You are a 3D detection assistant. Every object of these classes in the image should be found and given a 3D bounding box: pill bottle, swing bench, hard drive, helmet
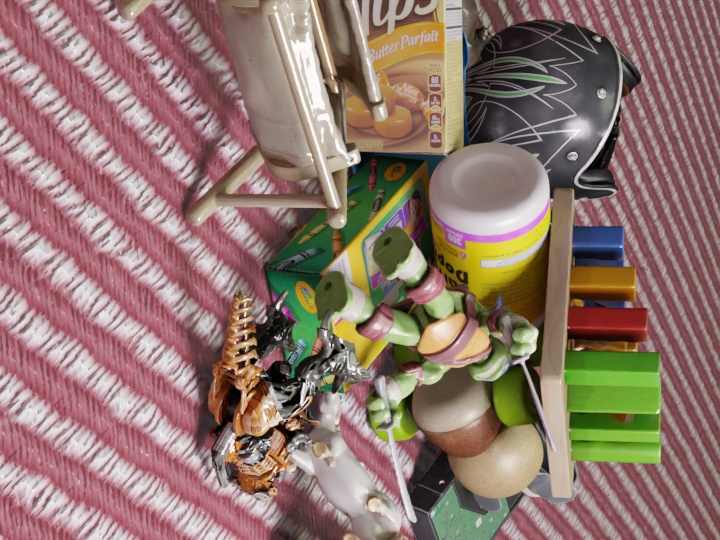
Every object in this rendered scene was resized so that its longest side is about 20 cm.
[{"bbox_3d":[0.117,-0.007,1.610,0.201,0.104,0.105,82,23,-44],"label":"pill bottle"},{"bbox_3d":[-0.063,-0.169,1.344,0.201,0.129,0.200,-66,149,-44],"label":"swing bench"},{"bbox_3d":[0.126,0.215,1.904,0.200,0.038,0.140,-51,142,-28],"label":"hard drive"},{"bbox_3d":[0.194,-0.168,1.900,0.190,0.199,0.201,27,67,-56],"label":"helmet"}]

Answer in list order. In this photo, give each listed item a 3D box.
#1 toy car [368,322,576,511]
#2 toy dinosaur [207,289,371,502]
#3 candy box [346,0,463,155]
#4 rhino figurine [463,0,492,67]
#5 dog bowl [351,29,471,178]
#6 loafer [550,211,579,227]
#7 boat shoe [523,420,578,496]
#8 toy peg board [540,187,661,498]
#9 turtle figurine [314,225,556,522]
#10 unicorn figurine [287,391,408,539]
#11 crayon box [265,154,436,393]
[{"bbox_3d":[0.131,0.154,1.765,0.201,0.163,0.158,61,36,-30],"label":"toy car"},{"bbox_3d":[-0.070,0.095,1.404,0.136,0.102,0.200,-46,166,-31],"label":"toy dinosaur"},{"bbox_3d":[0.028,-0.204,1.586,0.055,0.115,0.202,-25,116,-67],"label":"candy box"},{"bbox_3d":[0.081,-0.283,1.792,0.088,0.059,0.201,-64,147,-46],"label":"rhino figurine"},{"bbox_3d":[0.047,-0.153,1.660,0.050,0.111,0.202,-59,147,-73],"label":"dog bowl"},{"bbox_3d":[0.134,-0.011,1.816,0.199,0.070,0.069,-20,105,-22],"label":"loafer"},{"bbox_3d":[0.159,0.139,1.838,0.073,0.062,0.201,-34,103,-29],"label":"boat shoe"},{"bbox_3d":[0.216,0.067,1.599,0.201,0.097,0.200,78,17,-54],"label":"toy peg board"},{"bbox_3d":[0.063,0.071,1.468,0.194,0.143,0.201,39,58,-34],"label":"turtle figurine"},{"bbox_3d":[-0.015,0.167,1.539,0.201,0.073,0.137,67,11,6],"label":"unicorn figurine"},{"bbox_3d":[0.000,0.000,1.579,0.200,0.058,0.119,-48,136,-46],"label":"crayon box"}]
